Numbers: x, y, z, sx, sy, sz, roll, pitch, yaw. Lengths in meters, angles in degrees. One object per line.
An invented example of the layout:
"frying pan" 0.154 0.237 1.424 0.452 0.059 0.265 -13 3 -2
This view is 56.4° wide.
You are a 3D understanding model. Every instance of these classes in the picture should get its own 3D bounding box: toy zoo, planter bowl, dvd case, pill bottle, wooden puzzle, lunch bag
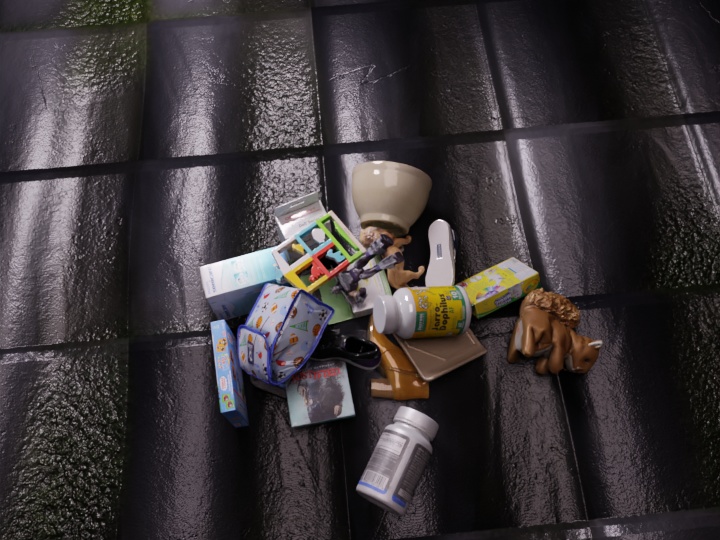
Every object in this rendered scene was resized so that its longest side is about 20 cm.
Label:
"toy zoo" -0.104 -0.031 1.485 0.200 0.020 0.131 -36 71 -17
"planter bowl" 0.068 -0.162 1.636 0.199 0.200 0.136 8 76 4
"dvd case" -0.099 0.239 1.496 0.145 0.022 0.201 -10 66 -3
"pill bottle" 0.134 0.092 1.484 0.199 0.113 0.113 -1 64 -18
"pill bottle" 0.083 0.397 1.414 0.113 0.114 0.201 25 68 12
"wooden puzzle" 0.166 0.148 1.546 0.184 0.037 0.200 -20 59 -30
"lunch bag" -0.177 0.137 1.433 0.124 0.170 0.201 33 77 -30

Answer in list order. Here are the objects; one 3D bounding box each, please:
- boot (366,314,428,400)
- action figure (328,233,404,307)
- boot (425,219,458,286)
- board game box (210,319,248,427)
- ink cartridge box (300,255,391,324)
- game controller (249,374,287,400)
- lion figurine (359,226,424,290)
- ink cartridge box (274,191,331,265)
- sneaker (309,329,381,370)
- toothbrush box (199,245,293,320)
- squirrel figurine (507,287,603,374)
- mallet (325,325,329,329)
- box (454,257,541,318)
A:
"boot" 0.089 0.197 1.539 0.143 0.071 0.202 -1 68 -6
"action figure" 0.000 0.000 1.545 0.200 0.069 0.131 -37 80 22
"boot" 0.206 -0.016 1.619 0.072 0.090 0.201 -2 77 28
"board game box" -0.286 0.229 1.477 0.036 0.151 0.201 -10 65 -2
"ink cartridge box" -0.034 0.045 1.616 0.199 0.048 0.146 -13 66 -8
"game controller" -0.149 0.243 1.522 0.199 0.042 0.105 19 83 9
"lion figurine" 0.079 -0.019 1.590 0.122 0.072 0.201 -7 62 -42
"ink cartridge box" -0.132 -0.093 1.596 0.117 0.200 0.068 -23 67 -9
"sneaker" -0.051 0.158 1.469 0.199 0.088 0.076 9 67 7
"toothbrush box" -0.258 0.032 1.571 0.199 0.147 0.086 -17 65 -6
"squirrel figurine" 0.449 0.140 1.518 0.185 0.142 0.201 13 68 0
"mallet" -0.166 0.166 1.570 0.199 0.041 0.066 -15 81 3
"box" 0.308 0.045 1.577 0.199 0.049 0.117 -23 26 -10
